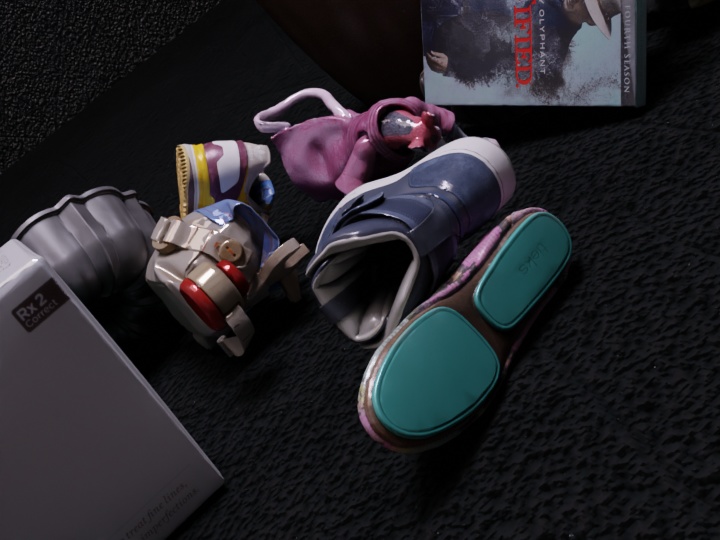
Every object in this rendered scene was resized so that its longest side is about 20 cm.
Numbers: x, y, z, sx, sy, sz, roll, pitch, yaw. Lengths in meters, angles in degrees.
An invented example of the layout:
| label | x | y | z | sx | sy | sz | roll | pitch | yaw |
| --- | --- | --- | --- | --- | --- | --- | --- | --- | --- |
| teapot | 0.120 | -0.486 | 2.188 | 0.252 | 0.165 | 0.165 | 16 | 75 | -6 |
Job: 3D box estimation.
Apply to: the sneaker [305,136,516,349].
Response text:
| label | x | y | z | sx | sy | sz | roll | pitch | yaw |
| --- | --- | --- | --- | --- | --- | --- | --- | --- | --- |
| sneaker | -0.001 | -0.001 | 0.696 | 0.202 | 0.077 | 0.146 | -35 | 9 | 50 |

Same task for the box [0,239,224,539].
| label | x | y | z | sx | sy | sz | roll | pitch | yaw |
| --- | --- | --- | --- | --- | --- | --- | --- | --- | --- |
| box | -0.234 | 0.120 | 0.685 | 0.199 | 0.201 | 0.130 | -41 | 21 | -14 |

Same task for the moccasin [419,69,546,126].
| label | x | y | z | sx | sy | sz | roll | pitch | yaw |
| --- | --- | --- | --- | --- | --- | --- | --- | --- | --- |
| moccasin | 0.138 | -0.177 | 0.887 | 0.200 | 0.074 | 0.078 | -14 | 28 | 42 |

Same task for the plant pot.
| label | x | y | z | sx | sy | sz | roll | pitch | yaw |
| --- | --- | --- | --- | --- | --- | --- | --- | --- | --- |
| plant pot | 0.009 | -0.264 | 1.080 | 0.185 | 0.201 | 0.188 | -30 | 22 | 13 |

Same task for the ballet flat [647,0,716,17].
| label | x | y | z | sx | sy | sz | roll | pitch | yaw |
| --- | --- | --- | --- | --- | --- | --- | --- | --- | --- |
| ballet flat | 0.226 | -0.258 | 0.897 | 0.198 | 0.057 | 0.066 | 20 | 53 | 41 |

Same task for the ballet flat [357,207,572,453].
| label | x | y | z | sx | sy | sz | roll | pitch | yaw |
| --- | --- | --- | --- | --- | --- | --- | --- | --- | --- |
| ballet flat | 0.057 | 0.038 | 0.612 | 0.200 | 0.069 | 0.071 | -48 | 7 | -35 |

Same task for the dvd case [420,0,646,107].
| label | x | y | z | sx | sy | sz | roll | pitch | yaw |
| --- | --- | --- | --- | --- | --- | --- | --- | --- | --- |
| dvd case | 0.129 | -0.202 | 0.812 | 0.198 | 0.149 | 0.022 | 9 | 18 | 40 |

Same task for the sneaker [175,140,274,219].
| label | x | y | z | sx | sy | sz | roll | pitch | yaw |
| --- | --- | --- | --- | --- | --- | --- | --- | --- | --- |
| sneaker | -0.125 | -0.053 | 0.988 | 0.089 | 0.076 | 0.201 | -6 | -22 | -10 |

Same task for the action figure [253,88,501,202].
| label | x | y | z | sx | sy | sz | roll | pitch | yaw |
| --- | --- | --- | --- | --- | --- | --- | --- | --- | --- |
| action figure | 0.017 | -0.114 | 0.865 | 0.133 | 0.150 | 0.200 | -37 | 7 | -19 |

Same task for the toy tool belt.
| label | x | y | z | sx | sy | sz | roll | pitch | yaw |
| --- | --- | --- | --- | --- | --- | --- | --- | --- | --- |
| toy tool belt | -0.102 | -0.011 | 0.845 | 0.123 | 0.125 | 0.200 | -43 | 12 | -15 |

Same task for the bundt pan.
| label | x | y | z | sx | sy | sz | roll | pitch | yaw |
| --- | --- | --- | --- | --- | --- | --- | --- | --- | --- |
| bundt pan | -0.246 | 0.027 | 0.944 | 0.202 | 0.203 | 0.076 | -43 | 66 | -15 |
